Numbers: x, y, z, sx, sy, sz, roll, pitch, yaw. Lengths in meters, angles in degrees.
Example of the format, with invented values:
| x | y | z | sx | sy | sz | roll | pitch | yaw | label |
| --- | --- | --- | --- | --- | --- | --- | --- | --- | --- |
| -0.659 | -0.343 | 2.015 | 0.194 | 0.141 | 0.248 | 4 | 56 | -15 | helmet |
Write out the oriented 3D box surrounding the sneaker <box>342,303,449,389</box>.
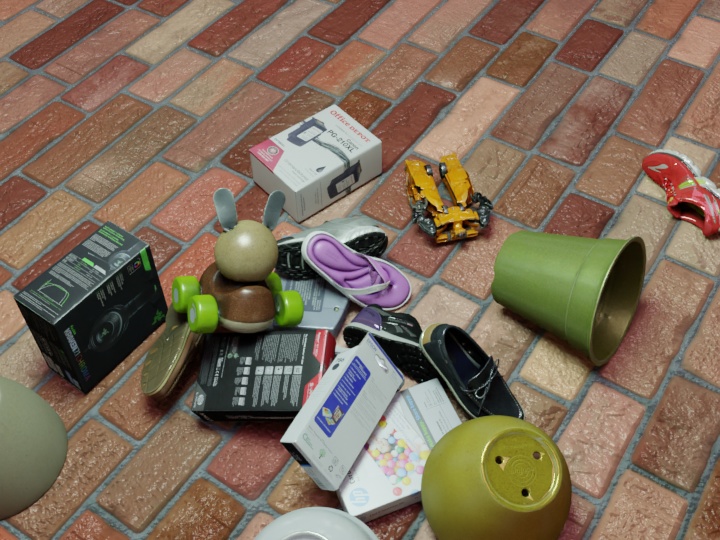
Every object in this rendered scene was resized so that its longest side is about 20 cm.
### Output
| x | y | z | sx | sy | sz | roll | pitch | yaw | label |
| --- | --- | --- | --- | --- | --- | --- | --- | --- | --- |
| 0.078 | 0.104 | 1.321 | 0.199 | 0.076 | 0.088 | 24 | 48 | 20 | sneaker |

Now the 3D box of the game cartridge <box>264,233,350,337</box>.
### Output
| x | y | z | sx | sy | sz | roll | pitch | yaw | label |
| --- | --- | --- | --- | --- | --- | --- | --- | --- | --- |
| -0.079 | 0.024 | 1.415 | 0.132 | 0.042 | 0.201 | 7 | 50 | 1 | game cartridge |

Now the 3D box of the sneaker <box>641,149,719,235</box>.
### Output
| x | y | z | sx | sy | sz | roll | pitch | yaw | label |
| --- | --- | --- | --- | --- | --- | --- | --- | --- | --- |
| 0.562 | -0.138 | 1.516 | 0.085 | 0.077 | 0.200 | -30 | 54 | -16 | sneaker |

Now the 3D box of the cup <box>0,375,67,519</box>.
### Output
| x | y | z | sx | sy | sz | roll | pitch | yaw | label |
| --- | --- | --- | --- | --- | --- | --- | --- | --- | --- |
| -0.521 | 0.220 | 1.185 | 0.199 | 0.144 | 0.201 | -1 | 49 | 1 | cup |

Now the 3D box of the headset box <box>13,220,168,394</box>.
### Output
| x | y | z | sx | sy | sz | roll | pitch | yaw | label |
| --- | --- | --- | --- | --- | --- | --- | --- | --- | --- |
| -0.393 | 0.051 | 1.308 | 0.092 | 0.175 | 0.200 | 28 | 54 | 24 | headset box |

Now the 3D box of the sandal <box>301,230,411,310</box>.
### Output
| x | y | z | sx | sy | sz | roll | pitch | yaw | label |
| --- | --- | --- | --- | --- | --- | --- | --- | --- | --- |
| -0.003 | 0.007 | 1.359 | 0.202 | 0.050 | 0.083 | 26 | 83 | -21 | sandal |

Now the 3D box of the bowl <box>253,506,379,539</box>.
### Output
| x | y | z | sx | sy | sz | roll | pitch | yaw | label |
| --- | --- | --- | --- | --- | --- | --- | --- | --- | --- |
| -0.063 | 0.377 | 1.053 | 0.199 | 0.091 | 0.202 | -3 | 60 | 5 | bowl |

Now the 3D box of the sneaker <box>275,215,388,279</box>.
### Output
| x | y | z | sx | sy | sz | roll | pitch | yaw | label |
| --- | --- | --- | --- | --- | --- | --- | --- | --- | --- |
| -0.059 | -0.043 | 1.411 | 0.199 | 0.074 | 0.080 | -11 | 40 | -16 | sneaker |

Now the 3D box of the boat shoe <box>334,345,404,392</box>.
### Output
| x | y | z | sx | sy | sz | roll | pitch | yaw | label |
| --- | --- | --- | --- | --- | --- | --- | --- | --- | --- |
| -0.034 | 0.152 | 1.281 | 0.199 | 0.072 | 0.068 | 17 | 50 | 19 | boat shoe |

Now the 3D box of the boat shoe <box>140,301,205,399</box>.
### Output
| x | y | z | sx | sy | sz | roll | pitch | yaw | label |
| --- | --- | --- | --- | --- | --- | --- | --- | --- | --- |
| -0.269 | 0.117 | 1.312 | 0.072 | 0.068 | 0.201 | -19 | 37 | 29 | boat shoe |

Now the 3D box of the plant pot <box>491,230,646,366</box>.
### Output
| x | y | z | sx | sy | sz | roll | pitch | yaw | label |
| --- | --- | --- | --- | --- | --- | --- | --- | --- | --- |
| 0.310 | 0.021 | 1.330 | 0.189 | 0.201 | 0.200 | 19 | 51 | 33 | plant pot |

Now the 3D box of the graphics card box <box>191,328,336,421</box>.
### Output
| x | y | z | sx | sy | sz | roll | pitch | yaw | label |
| --- | --- | --- | --- | --- | --- | --- | --- | --- | --- |
| -0.138 | 0.153 | 1.248 | 0.198 | 0.051 | 0.126 | -4 | 61 | 18 | graphics card box |

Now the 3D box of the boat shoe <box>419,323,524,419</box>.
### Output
| x | y | z | sx | sy | sz | roll | pitch | yaw | label |
| --- | --- | --- | --- | --- | --- | --- | --- | --- | --- |
| 0.166 | 0.153 | 1.232 | 0.200 | 0.062 | 0.075 | 49 | 61 | -6 | boat shoe |

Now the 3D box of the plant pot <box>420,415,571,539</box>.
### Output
| x | y | z | sx | sy | sz | roll | pitch | yaw | label |
| --- | --- | --- | --- | --- | --- | --- | --- | --- | --- |
| 0.185 | 0.267 | 1.098 | 0.198 | 0.142 | 0.201 | 2 | 64 | -4 | plant pot |

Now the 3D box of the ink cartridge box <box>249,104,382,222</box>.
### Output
| x | y | z | sx | sy | sz | roll | pitch | yaw | label |
| --- | --- | --- | --- | --- | --- | --- | --- | --- | --- |
| -0.078 | -0.198 | 1.572 | 0.199 | 0.085 | 0.145 | -33 | 57 | -24 | ink cartridge box |

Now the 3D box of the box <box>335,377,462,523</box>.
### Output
| x | y | z | sx | sy | sz | roll | pitch | yaw | label |
| --- | --- | --- | --- | --- | --- | --- | --- | --- | --- |
| 0.050 | 0.252 | 1.214 | 0.199 | 0.041 | 0.156 | -18 | 51 | -12 | box |

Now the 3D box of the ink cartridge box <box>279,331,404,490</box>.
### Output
| x | y | z | sx | sy | sz | roll | pitch | yaw | label |
| --- | --- | --- | --- | --- | --- | --- | --- | --- | --- |
| -0.021 | 0.189 | 1.180 | 0.039 | 0.100 | 0.200 | -10 | 34 | 47 | ink cartridge box |

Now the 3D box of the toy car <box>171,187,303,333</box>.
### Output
| x | y | z | sx | sy | sz | roll | pitch | yaw | label |
| --- | --- | --- | --- | --- | --- | --- | --- | --- | --- |
| -0.174 | -0.023 | 1.262 | 0.163 | 0.202 | 0.158 | -2 | 20 | -29 | toy car |

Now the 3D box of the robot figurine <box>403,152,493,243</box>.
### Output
| x | y | z | sx | sy | sz | roll | pitch | yaw | label |
| --- | --- | --- | --- | --- | --- | --- | --- | --- | --- |
| 0.149 | -0.125 | 1.522 | 0.144 | 0.058 | 0.201 | -10 | 49 | -7 | robot figurine |
